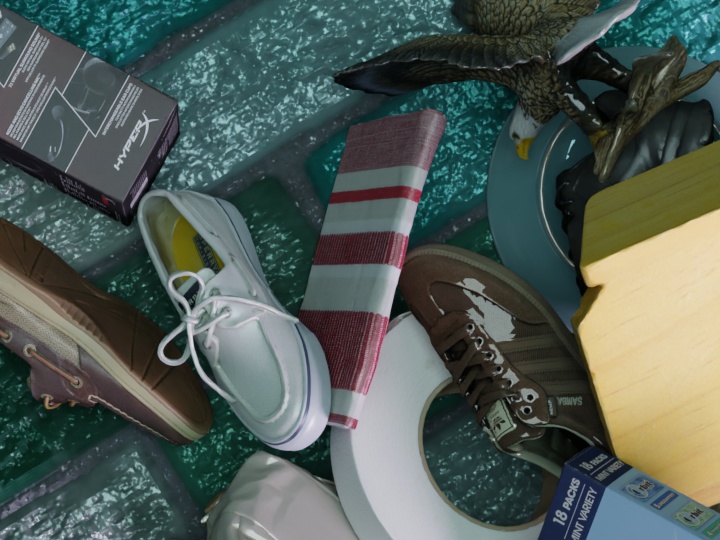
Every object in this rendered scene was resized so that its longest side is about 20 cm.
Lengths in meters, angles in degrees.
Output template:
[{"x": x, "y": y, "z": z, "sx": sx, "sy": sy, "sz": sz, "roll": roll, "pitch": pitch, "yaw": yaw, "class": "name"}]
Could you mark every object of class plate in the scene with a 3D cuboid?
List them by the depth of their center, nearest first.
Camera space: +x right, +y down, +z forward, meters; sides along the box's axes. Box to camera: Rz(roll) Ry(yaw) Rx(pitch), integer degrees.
[{"x": 0.182, "y": -0.050, "z": 1.716, "sx": 0.199, "sy": 0.026, "sz": 0.201, "roll": 0, "pitch": 84, "yaw": -3, "class": "plate"}]

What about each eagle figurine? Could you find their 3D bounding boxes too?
[{"x": 0.097, "y": -0.135, "z": 1.630, "sx": 0.200, "sy": 0.152, "sz": 0.151, "roll": 34, "pitch": 106, "yaw": 22, "class": "eagle figurine"}]

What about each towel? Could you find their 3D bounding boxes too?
[{"x": 0.000, "y": 0.000, "z": 1.641, "sx": 0.023, "sy": 0.144, "sz": 0.201, "roll": 17, "pitch": 84, "yaw": -18, "class": "towel"}]

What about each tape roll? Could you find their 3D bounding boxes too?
[{"x": 0.077, "y": 0.117, "z": 1.646, "sx": 0.202, "sy": 0.037, "sz": 0.203, "roll": 10, "pitch": 63, "yaw": -20, "class": "tape roll"}]

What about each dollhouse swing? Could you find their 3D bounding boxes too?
[{"x": 0.201, "y": 0.005, "z": 1.608, "sx": 0.181, "sy": 0.176, "sz": 0.200, "roll": -23, "pitch": 124, "yaw": -4, "class": "dollhouse swing"}]

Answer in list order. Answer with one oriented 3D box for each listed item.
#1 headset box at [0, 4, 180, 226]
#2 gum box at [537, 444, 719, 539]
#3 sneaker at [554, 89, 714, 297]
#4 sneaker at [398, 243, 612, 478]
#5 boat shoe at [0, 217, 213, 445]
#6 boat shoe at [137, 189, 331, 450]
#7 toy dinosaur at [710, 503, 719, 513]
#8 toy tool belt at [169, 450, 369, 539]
[{"x": -0.216, "y": -0.111, "z": 1.634, "sx": 0.200, "sy": 0.149, "sz": 0.077, "roll": 29, "pitch": 84, "yaw": 0, "class": "headset box"}, {"x": 0.186, "y": 0.224, "z": 1.534, "sx": 0.200, "sy": 0.045, "sz": 0.170, "roll": 27, "pitch": 115, "yaw": 21, "class": "gum box"}, {"x": 0.161, "y": -0.022, "z": 1.672, "sx": 0.091, "sy": 0.076, "sz": 0.201, "roll": 17, "pitch": 77, "yaw": 7, "class": "sneaker"}, {"x": 0.096, "y": 0.067, "z": 1.608, "sx": 0.200, "sy": 0.070, "sz": 0.076, "roll": 41, "pitch": 45, "yaw": -5, "class": "sneaker"}, {"x": -0.185, "y": 0.052, "z": 1.670, "sx": 0.200, "sy": 0.072, "sz": 0.072, "roll": 38, "pitch": 114, "yaw": -10, "class": "boat shoe"}, {"x": -0.089, "y": 0.023, "z": 1.617, "sx": 0.075, "sy": 0.086, "sz": 0.202, "roll": -43, "pitch": 53, "yaw": 25, "class": "boat shoe"}, {"x": 0.253, "y": 0.211, "z": 1.645, "sx": 0.077, "sy": 0.200, "sz": 0.102, "roll": -38, "pitch": 126, "yaw": 4, "class": "toy dinosaur"}, {"x": -0.021, "y": 0.209, "z": 1.650, "sx": 0.200, "sy": 0.123, "sz": 0.125, "roll": 36, "pitch": 51, "yaw": -6, "class": "toy tool belt"}]
